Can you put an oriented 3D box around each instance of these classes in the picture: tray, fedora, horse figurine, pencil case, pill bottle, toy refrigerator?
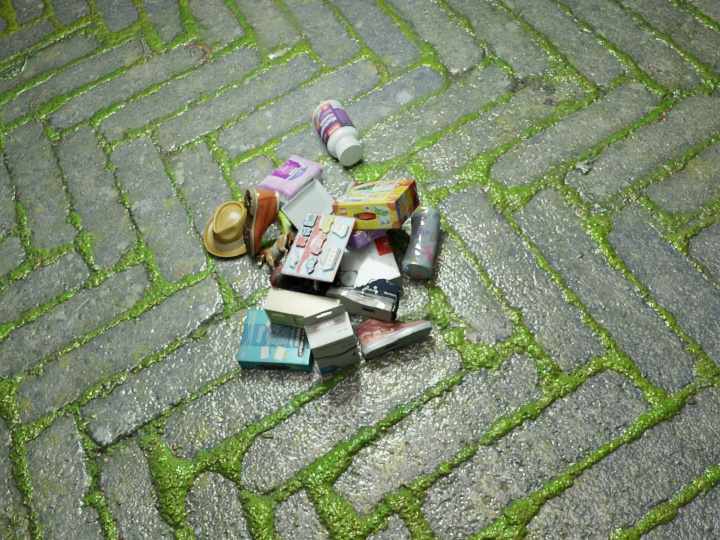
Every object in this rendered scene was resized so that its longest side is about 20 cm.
[{"bbox_3d":[-0.149,-0.180,1.810,0.108,0.022,0.201,48,43,-7],"label":"tray"},{"bbox_3d":[-0.387,-0.140,1.847,0.193,0.083,0.206,-4,59,7],"label":"fedora"},{"bbox_3d":[-0.226,-0.045,1.737,0.049,0.200,0.136,16,46,-32],"label":"horse figurine"},{"bbox_3d":[0.170,-0.079,1.725,0.089,0.083,0.206,24,61,-22],"label":"pencil case"},{"bbox_3d":[-0.068,-0.429,1.951,0.109,0.112,0.203,-25,59,-7],"label":"pill bottle"},{"bbox_3d":[-0.147,0.109,1.618,0.193,0.077,0.072,10,60,13],"label":"toy refrigerator"}]

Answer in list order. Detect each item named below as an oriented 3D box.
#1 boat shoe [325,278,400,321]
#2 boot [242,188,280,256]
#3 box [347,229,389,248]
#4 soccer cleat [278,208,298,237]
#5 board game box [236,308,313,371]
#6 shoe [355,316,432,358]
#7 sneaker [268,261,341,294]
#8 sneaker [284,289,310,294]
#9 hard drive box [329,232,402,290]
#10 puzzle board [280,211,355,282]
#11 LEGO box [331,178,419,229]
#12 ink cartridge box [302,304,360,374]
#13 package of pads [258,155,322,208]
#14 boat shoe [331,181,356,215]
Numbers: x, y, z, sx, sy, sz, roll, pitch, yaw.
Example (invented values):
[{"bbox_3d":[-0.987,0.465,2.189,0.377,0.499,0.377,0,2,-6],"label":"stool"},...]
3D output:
[{"bbox_3d":[0.013,0.061,1.617,0.194,0.076,0.094,17,57,10],"label":"boat shoe"},{"bbox_3d":[-0.280,-0.135,1.777,0.104,0.205,0.075,-7,33,-32],"label":"boot"},{"bbox_3d":[0.024,-0.134,1.745,0.197,0.040,0.135,-32,29,-28],"label":"box"},{"bbox_3d":[-0.211,-0.111,1.818,0.085,0.064,0.202,-54,45,23],"label":"soccer cleat"},{"bbox_3d":[-0.217,0.184,1.655,0.193,0.047,0.155,2,59,9],"label":"board game box"},{"bbox_3d":[0.085,0.150,1.616,0.195,0.072,0.093,-21,62,0],"label":"shoe"},{"bbox_3d":[-0.141,0.018,1.615,0.193,0.073,0.099,-9,32,-7],"label":"sneaker"},{"bbox_3d":[-0.147,-0.010,1.721,0.075,0.086,0.206,14,82,61],"label":"sneaker"},{"bbox_3d":[0.000,0.000,1.713,0.194,0.078,0.159,-18,59,-3],"label":"hard drive box"},{"bbox_3d":[-0.109,-0.067,1.614,0.146,0.018,0.204,7,58,21],"label":"puzzle board"},{"bbox_3d":[0.043,-0.178,1.683,0.195,0.079,0.149,0,30,31],"label":"LEGO box"},{"bbox_3d":[-0.070,0.174,1.549,0.113,0.202,0.069,-19,58,-3],"label":"ink cartridge box"},{"bbox_3d":[-0.208,-0.262,1.863,0.117,0.077,0.201,20,43,18],"label":"package of pads"},{"bbox_3d":[-0.059,-0.179,1.832,0.055,0.069,0.205,10,64,14],"label":"boat shoe"}]
